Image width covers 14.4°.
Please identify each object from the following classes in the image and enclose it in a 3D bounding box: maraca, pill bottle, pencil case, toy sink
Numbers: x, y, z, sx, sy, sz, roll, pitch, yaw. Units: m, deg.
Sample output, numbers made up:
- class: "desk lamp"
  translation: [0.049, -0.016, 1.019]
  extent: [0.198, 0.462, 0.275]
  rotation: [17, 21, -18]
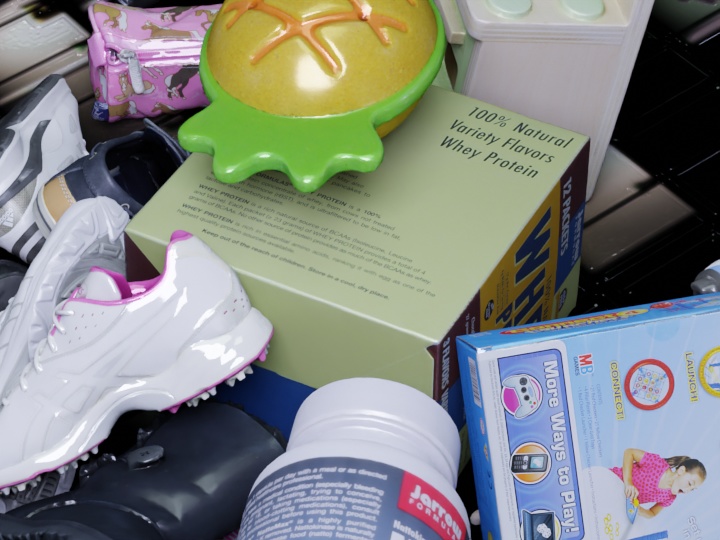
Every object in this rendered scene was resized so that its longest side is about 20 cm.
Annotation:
- class: "maraca"
  translation: [-0.027, -0.110, 1.579]
  extent: [0.137, 0.107, 0.200]
  rotation: [5, 41, 15]
- class: "pill bottle"
  translation: [-0.007, 0.155, 1.434]
  extent: [0.119, 0.120, 0.200]
  rotation: [6, 45, 7]
- class: "pencil case"
  translation: [-0.078, -0.141, 1.860]
  extent: [0.199, 0.083, 0.087]
  rotation: [-3, 44, -4]
- class: "toy sink"
  translation: [0.100, -0.158, 1.780]
  extent: [0.112, 0.200, 0.131]
  rotation: [0, 44, -16]

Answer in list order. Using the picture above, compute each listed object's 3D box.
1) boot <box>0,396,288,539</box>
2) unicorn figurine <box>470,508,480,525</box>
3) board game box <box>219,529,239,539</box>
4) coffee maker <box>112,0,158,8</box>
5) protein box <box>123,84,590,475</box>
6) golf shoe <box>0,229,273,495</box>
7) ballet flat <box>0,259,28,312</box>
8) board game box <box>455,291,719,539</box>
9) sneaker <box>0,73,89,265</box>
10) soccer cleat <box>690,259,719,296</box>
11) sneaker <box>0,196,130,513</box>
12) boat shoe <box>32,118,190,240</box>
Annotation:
- class: "boot"
  translation: [-0.099, 0.130, 1.502]
  extent: [0.168, 0.077, 0.200]
  rotation: [-29, 19, -29]
- class: "unicorn figurine"
  translation: [0.169, 0.122, 1.606]
  extent: [0.200, 0.074, 0.137]
  rotation: [-39, 64, -15]
- class: "board game box"
  translation: [-0.062, 0.201, 1.545]
  extent: [0.200, 0.034, 0.134]
  rotation: [-32, 53, -28]
- class: "coffee maker"
  translation: [-0.153, -0.287, 1.972]
  extent: [0.199, 0.135, 0.192]
  rotation: [-24, 48, -23]
- class: "protein box"
  translation: [0.000, 0.000, 1.639]
  extent: [0.198, 0.135, 0.200]
  rotation: [19, 44, 20]
- class: "golf shoe"
  translation: [-0.149, 0.050, 1.534]
  extent: [0.199, 0.092, 0.075]
  rotation: [-28, 13, 0]
- class: "ballet flat"
  translation: [-0.280, 0.048, 1.702]
  extent: [0.199, 0.067, 0.057]
  rotation: [-20, 8, -20]
- class: "board game box"
  translation: [0.162, 0.118, 1.517]
  extent: [0.195, 0.201, 0.056]
  rotation: [-9, 8, -9]
- class: "sneaker"
  translation: [-0.190, -0.044, 1.785]
  extent: [0.076, 0.115, 0.201]
  rotation: [-40, 13, 18]
- class: "soccer cleat"
  translation: [0.272, 0.053, 1.666]
  extent: [0.086, 0.070, 0.200]
  rotation: [-20, 48, -19]
- class: "sneaker"
  translation: [-0.195, 0.047, 1.626]
  extent: [0.099, 0.078, 0.201]
  rotation: [12, 75, 46]
- class: "boat shoe"
  translation: [-0.123, -0.051, 1.732]
  extent: [0.075, 0.062, 0.200]
  rotation: [55, 25, 9]
